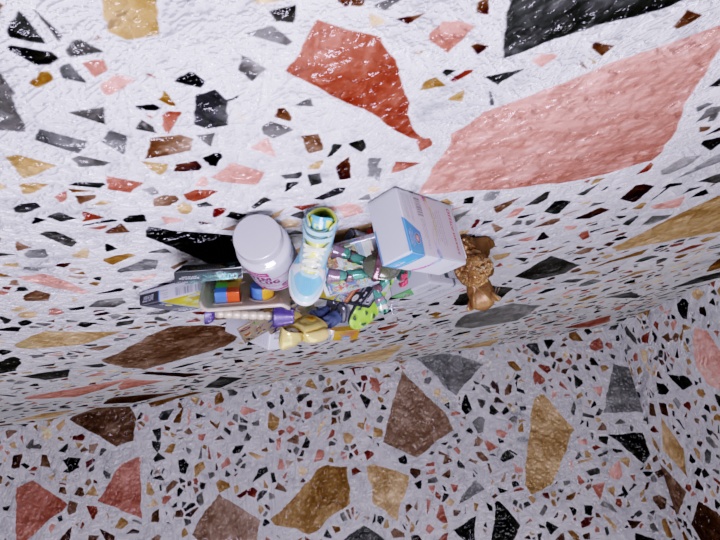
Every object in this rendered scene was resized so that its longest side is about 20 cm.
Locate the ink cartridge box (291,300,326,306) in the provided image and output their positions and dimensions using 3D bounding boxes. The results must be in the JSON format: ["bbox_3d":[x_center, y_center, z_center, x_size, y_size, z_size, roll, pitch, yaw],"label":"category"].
[{"bbox_3d":[-0.105,0.038,1.586,0.200,0.088,0.145,-1,160,-25],"label":"ink cartridge box"}]

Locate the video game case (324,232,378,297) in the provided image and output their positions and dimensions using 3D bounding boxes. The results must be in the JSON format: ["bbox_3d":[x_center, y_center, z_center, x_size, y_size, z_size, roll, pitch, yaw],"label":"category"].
[{"bbox_3d":[-0.001,-0.016,1.368,0.200,0.018,0.143,-15,134,3],"label":"video game case"}]

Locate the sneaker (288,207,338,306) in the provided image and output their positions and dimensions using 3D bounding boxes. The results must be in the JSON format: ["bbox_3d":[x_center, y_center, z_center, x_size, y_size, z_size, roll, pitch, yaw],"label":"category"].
[{"bbox_3d":[-0.096,-0.039,1.203,0.079,0.200,0.131,11,152,-3],"label":"sneaker"}]

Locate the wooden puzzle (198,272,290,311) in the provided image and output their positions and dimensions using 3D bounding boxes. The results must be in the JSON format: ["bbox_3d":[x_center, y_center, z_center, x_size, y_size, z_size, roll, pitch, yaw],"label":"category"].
[{"bbox_3d":[-0.264,0.035,1.391,0.199,0.046,0.185,1,-157,-9],"label":"wooden puzzle"}]

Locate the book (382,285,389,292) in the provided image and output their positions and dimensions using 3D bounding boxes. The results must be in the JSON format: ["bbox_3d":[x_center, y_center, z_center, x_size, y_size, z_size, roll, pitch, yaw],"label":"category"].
[{"bbox_3d":[-0.015,0.002,1.492,0.200,0.048,0.134,-6,127,-25],"label":"book"}]

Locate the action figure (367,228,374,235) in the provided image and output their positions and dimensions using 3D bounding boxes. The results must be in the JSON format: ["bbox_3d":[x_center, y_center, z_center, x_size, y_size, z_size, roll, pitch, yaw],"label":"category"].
[{"bbox_3d":[0.116,-0.059,1.404,0.200,0.099,0.065,1,152,-41],"label":"action figure"}]

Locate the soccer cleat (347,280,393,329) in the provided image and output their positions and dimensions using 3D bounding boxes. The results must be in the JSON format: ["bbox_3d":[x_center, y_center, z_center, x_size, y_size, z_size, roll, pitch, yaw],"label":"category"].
[{"bbox_3d":[0.028,0.070,1.621,0.067,0.200,0.081,36,171,-21],"label":"soccer cleat"}]

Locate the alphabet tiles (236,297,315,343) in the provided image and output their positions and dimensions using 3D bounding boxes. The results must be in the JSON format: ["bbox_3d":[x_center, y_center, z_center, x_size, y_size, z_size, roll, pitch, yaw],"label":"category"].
[{"bbox_3d":[-0.205,0.113,1.484,0.200,0.008,0.167,-28,158,-12],"label":"alphabet tiles"}]

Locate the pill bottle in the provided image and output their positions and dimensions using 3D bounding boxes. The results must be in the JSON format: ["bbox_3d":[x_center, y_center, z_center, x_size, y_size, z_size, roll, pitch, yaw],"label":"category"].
[{"bbox_3d":[-0.194,-0.036,1.250,0.113,0.114,0.200,-11,162,0],"label":"pill bottle"}]

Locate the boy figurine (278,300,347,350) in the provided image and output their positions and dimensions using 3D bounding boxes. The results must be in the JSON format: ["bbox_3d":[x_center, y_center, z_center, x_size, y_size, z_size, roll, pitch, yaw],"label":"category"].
[{"bbox_3d":[-0.127,0.128,1.454,0.200,0.124,0.065,-24,135,-42],"label":"boy figurine"}]

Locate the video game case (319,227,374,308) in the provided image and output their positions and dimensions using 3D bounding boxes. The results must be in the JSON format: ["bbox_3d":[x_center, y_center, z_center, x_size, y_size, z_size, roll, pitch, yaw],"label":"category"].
[{"bbox_3d":[0.000,0.000,1.447,0.180,0.026,0.200,13,123,-38],"label":"video game case"}]

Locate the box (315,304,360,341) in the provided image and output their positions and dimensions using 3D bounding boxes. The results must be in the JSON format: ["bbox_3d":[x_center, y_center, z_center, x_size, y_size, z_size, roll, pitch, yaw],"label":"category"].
[{"bbox_3d":[-0.091,0.113,1.664,0.119,0.200,0.042,-1,127,-24],"label":"box"}]

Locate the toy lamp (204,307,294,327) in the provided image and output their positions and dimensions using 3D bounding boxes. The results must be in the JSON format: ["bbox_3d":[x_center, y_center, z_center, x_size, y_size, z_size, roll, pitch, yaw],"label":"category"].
[{"bbox_3d":[-0.250,0.099,1.368,0.199,0.058,0.058,3,160,-9],"label":"toy lamp"}]

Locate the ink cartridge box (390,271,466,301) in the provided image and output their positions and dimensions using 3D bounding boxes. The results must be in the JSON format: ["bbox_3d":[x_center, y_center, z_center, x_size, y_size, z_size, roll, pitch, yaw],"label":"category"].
[{"bbox_3d":[0.198,0.026,1.738,0.146,0.084,0.200,-26,158,39],"label":"ink cartridge box"}]

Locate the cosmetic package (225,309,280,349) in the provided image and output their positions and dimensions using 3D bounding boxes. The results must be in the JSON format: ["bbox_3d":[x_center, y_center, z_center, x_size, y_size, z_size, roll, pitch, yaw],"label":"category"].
[{"bbox_3d":[-0.279,0.142,1.643,0.200,0.102,0.074,16,-172,43],"label":"cosmetic package"}]

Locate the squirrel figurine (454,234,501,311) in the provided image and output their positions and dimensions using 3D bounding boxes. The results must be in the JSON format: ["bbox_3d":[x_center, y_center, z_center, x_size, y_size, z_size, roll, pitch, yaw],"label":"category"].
[{"bbox_3d":[0.291,0.009,1.571,0.141,0.187,0.200,-16,162,17],"label":"squirrel figurine"}]

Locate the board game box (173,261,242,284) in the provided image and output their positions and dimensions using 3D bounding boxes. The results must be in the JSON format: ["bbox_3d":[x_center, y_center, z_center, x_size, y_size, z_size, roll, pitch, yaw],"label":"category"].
[{"bbox_3d":[-0.324,0.003,1.302,0.135,0.028,0.200,-4,-175,-11],"label":"board game box"}]

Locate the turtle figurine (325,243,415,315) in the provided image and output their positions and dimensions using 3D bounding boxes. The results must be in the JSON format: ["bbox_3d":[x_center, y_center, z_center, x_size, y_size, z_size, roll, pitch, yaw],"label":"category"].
[{"bbox_3d":[0.031,0.004,1.281,0.199,0.150,0.101,13,133,-3],"label":"turtle figurine"}]

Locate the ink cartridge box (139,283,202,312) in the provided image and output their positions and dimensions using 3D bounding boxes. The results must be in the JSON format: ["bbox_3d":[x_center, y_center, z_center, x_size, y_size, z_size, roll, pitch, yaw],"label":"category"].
[{"bbox_3d":[-0.417,0.069,1.534,0.197,0.047,0.200,-15,161,29],"label":"ink cartridge box"}]

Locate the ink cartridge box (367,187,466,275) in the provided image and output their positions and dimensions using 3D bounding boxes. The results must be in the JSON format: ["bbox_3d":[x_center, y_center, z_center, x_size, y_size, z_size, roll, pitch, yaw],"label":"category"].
[{"bbox_3d":[0.122,-0.076,1.265,0.085,0.145,0.200,-28,156,38],"label":"ink cartridge box"}]
